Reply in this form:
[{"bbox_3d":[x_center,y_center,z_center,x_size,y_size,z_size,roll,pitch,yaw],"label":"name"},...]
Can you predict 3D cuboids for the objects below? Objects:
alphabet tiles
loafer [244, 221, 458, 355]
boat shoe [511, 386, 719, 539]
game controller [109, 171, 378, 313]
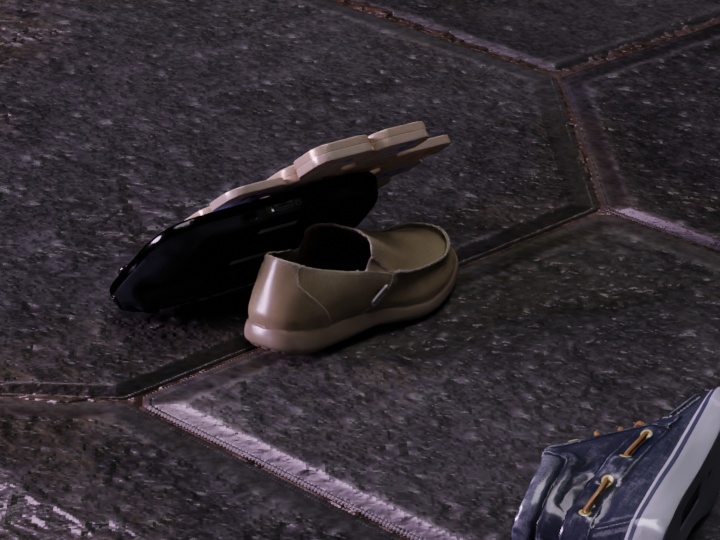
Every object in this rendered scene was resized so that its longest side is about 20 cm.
[{"bbox_3d":[-0.040,-0.058,1.895,0.195,0.015,0.200,-16,-9,-35],"label":"alphabet tiles"},{"bbox_3d":[0.000,0.000,1.849,0.076,0.068,0.200,19,28,31],"label":"loafer"},{"bbox_3d":[0.160,0.115,1.602,0.091,0.071,0.200,16,28,18],"label":"boat shoe"},{"bbox_3d":[-0.077,-0.021,1.859,0.199,0.104,0.042,-18,64,-40],"label":"game controller"}]
